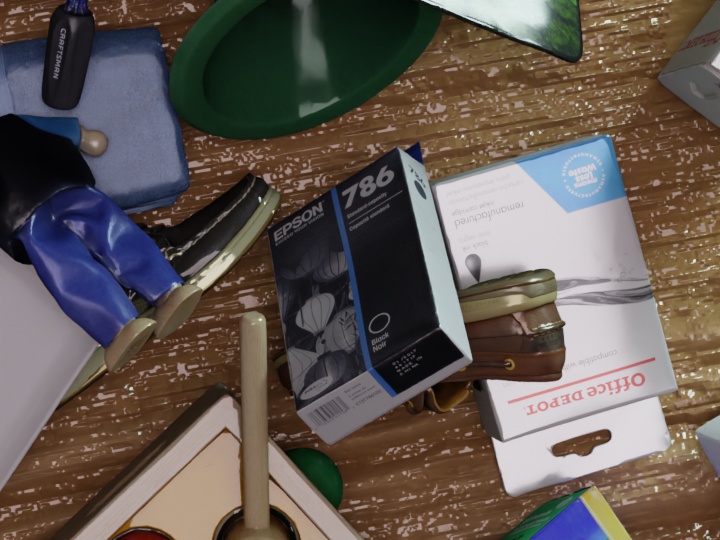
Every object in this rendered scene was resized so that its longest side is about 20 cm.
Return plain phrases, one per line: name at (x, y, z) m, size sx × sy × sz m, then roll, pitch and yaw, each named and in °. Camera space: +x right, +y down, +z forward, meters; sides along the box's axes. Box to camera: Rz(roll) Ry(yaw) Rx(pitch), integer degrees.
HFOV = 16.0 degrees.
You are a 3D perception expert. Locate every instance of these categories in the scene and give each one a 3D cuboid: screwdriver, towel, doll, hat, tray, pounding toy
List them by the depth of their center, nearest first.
screwdriver at (-0.153, -0.183, 1.447) m, size 0.028 × 0.029 × 0.201 m, roll -9°, pitch 126°, yaw -39°
doll at (-0.185, -0.034, 1.453) m, size 0.200 × 0.049 × 0.136 m, roll 46°, pitch 51°, yaw 10°
pounding toy at (-0.077, 0.154, 1.490) m, size 0.200 × 0.142 × 0.184 m, roll -43°, pitch 95°, yaw -3°
tray at (-0.234, 0.075, 1.502) m, size 0.107 × 0.022 × 0.201 m, roll 38°, pitch 105°, yaw 11°
towel at (-0.206, -0.078, 1.520) m, size 0.198 × 0.049 × 0.113 m, roll -9°, pitch 92°, yaw -5°
hat at (-0.050, -0.205, 1.525) m, size 0.199 × 0.166 × 0.177 m, roll -32°, pitch 61°, yaw 13°

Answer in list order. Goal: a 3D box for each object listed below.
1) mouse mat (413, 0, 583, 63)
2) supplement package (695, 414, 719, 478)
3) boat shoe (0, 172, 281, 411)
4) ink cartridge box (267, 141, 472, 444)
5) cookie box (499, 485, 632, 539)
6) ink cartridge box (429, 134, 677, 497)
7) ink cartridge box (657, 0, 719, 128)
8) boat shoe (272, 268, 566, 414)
mouse mat at (0.054, -0.215, 1.485) m, size 0.199 × 0.008 × 0.162 m, roll 17°, pitch 59°, yaw -39°
supplement package at (0.322, 0.097, 1.546) m, size 0.199 × 0.114 × 0.110 m, roll -31°, pitch 96°, yaw -5°
boat shoe at (-0.135, 0.005, 1.516) m, size 0.200 × 0.073 × 0.065 m, roll -41°, pitch 100°, yaw -4°
ink cartridge box at (0.000, 0.000, 1.464) m, size 0.099 × 0.201 × 0.039 m, roll -32°, pitch 127°, yaw 16°
cookie box at (0.103, 0.256, 1.514) m, size 0.200 × 0.075 × 0.172 m, roll -38°, pitch 95°, yaw -27°
ink cartridge box at (0.118, 0.030, 1.546) m, size 0.115 × 0.068 × 0.202 m, roll -16°, pitch 93°, yaw -5°
ink cartridge box at (0.279, -0.171, 1.520) m, size 0.085 × 0.148 × 0.201 m, roll 37°, pitch 88°, yaw -4°
boat shoe at (0.033, 0.052, 1.492) m, size 0.199 × 0.072 × 0.068 m, roll -15°, pitch 91°, yaw 36°
